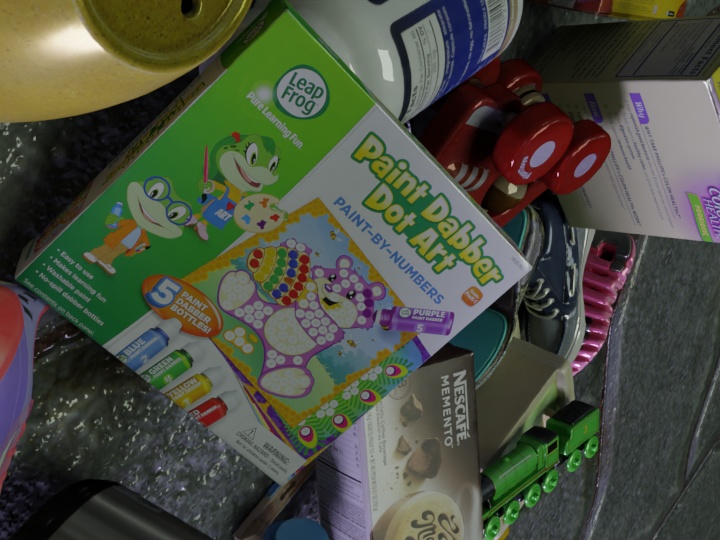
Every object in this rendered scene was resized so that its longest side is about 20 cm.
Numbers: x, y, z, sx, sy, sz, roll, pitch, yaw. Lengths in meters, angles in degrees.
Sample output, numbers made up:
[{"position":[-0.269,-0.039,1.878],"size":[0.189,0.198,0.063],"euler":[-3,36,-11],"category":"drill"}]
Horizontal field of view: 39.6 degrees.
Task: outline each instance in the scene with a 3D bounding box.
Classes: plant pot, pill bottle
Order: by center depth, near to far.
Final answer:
[{"position":[-0.125,-0.146,0.413],"size":[0.200,0.142,0.200],"euler":[-31,132,-42],"category":"plant pot"},{"position":[0.003,-0.145,0.623],"size":[0.200,0.116,0.116],"euler":[-39,137,-36],"category":"pill bottle"}]

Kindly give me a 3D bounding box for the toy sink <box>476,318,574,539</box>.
[{"position":[0.143,0.140,0.996],"size":[0.200,0.112,0.130],"euler":[-47,142,-29],"category":"toy sink"}]

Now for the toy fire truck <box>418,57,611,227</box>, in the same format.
[{"position":[0.100,-0.085,0.827],"size":[0.168,0.112,0.200],"euler":[-52,152,21],"category":"toy fire truck"}]

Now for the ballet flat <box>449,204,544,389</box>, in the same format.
[{"position":[0.126,0.031,0.948],"size":[0.072,0.072,0.200],"euler":[14,97,-57],"category":"ballet flat"}]

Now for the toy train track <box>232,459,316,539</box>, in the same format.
[{"position":[-0.027,0.154,0.832],"size":[0.200,0.033,0.115],"euler":[-48,142,-27],"category":"toy train track"}]

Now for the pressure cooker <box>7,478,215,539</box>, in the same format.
[{"position":[-0.115,0.233,0.561],"size":[0.179,0.200,0.176],"euler":[-66,171,24],"category":"pressure cooker"}]

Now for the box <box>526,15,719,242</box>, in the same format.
[{"position":[0.263,-0.125,0.895],"size":[0.097,0.200,0.176],"euler":[-48,125,-25],"category":"box"}]

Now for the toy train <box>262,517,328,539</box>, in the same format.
[{"position":[-0.097,0.275,0.742],"size":[0.200,0.085,0.116],"euler":[-31,140,-43],"category":"toy train"}]

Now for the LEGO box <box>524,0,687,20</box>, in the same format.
[{"position":[0.239,-0.306,0.903],"size":[0.200,0.077,0.149],"euler":[-13,119,-52],"category":"LEGO box"}]

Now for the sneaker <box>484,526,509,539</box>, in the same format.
[{"position":[0.087,0.268,1.045],"size":[0.200,0.070,0.090],"euler":[-21,110,-49],"category":"sneaker"}]

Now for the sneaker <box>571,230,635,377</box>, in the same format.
[{"position":[0.262,0.050,1.163],"size":[0.200,0.079,0.095],"euler":[-59,158,-11],"category":"sneaker"}]

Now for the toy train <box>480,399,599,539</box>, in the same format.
[{"position":[0.155,0.176,0.907],"size":[0.200,0.042,0.056],"euler":[-24,120,-41],"category":"toy train"}]

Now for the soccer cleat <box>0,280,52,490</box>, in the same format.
[{"position":[-0.205,0.101,0.519],"size":[0.076,0.067,0.200],"euler":[-7,112,-59],"category":"soccer cleat"}]

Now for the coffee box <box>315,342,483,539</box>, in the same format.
[{"position":[0.030,0.162,0.802],"size":[0.113,0.080,0.200],"euler":[-10,102,-32],"category":"coffee box"}]

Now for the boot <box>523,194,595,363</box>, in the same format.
[{"position":[0.186,0.017,1.038],"size":[0.090,0.073,0.200],"euler":[-11,109,-45],"category":"boot"}]

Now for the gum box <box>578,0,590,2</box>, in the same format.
[{"position":[0.160,-0.306,0.746],"size":[0.113,0.066,0.200],"euler":[16,97,-15],"category":"gum box"}]

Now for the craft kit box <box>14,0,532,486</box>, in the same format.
[{"position":[-0.043,-0.006,0.546],"size":[0.198,0.049,0.200],"euler":[-44,114,8],"category":"craft kit box"}]
